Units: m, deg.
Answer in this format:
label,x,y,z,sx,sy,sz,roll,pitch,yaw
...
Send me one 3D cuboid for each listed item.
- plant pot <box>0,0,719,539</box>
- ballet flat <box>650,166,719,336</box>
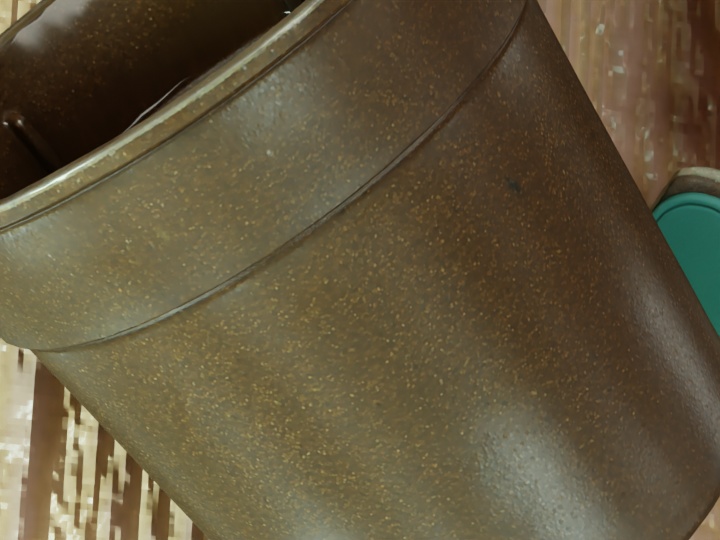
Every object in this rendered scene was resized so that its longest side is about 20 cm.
label,x,y,z,sx,sy,sz,roll,pitch,yaw
plant pot,0.000,0.000,0.821,0.200,0.200,0.198,-46,112,-25
ballet flat,0.159,0.040,0.977,0.200,0.067,0.062,56,35,-14
